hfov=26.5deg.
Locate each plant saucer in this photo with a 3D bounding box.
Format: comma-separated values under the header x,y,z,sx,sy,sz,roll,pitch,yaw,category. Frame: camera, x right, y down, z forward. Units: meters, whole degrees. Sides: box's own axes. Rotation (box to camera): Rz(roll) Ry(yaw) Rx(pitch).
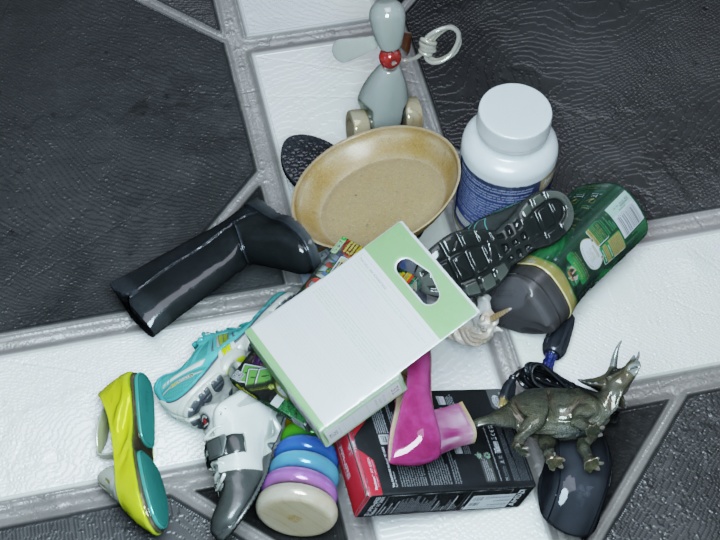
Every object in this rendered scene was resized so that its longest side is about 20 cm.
x,y,z,sx,sy,sz,roll,pitch,yaw,category
0.021,-0.085,1.733,0.200,0.035,0.200,-12,44,11,plant saucer

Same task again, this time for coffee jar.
x,y,z,sx,sy,sz,roll,pitch,yaw,category
0.232,-0.012,1.742,0.200,0.104,0.085,-43,111,-27,coffee jar

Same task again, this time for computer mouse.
x,y,z,sx,sy,sz,roll,pitch,yaw,category
0.207,0.176,1.606,0.140,0.046,0.200,26,45,-5,computer mouse

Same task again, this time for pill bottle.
x,y,z,sx,sy,sz,roll,pitch,yaw,category
0.168,-0.118,1.756,0.111,0.200,0.111,1,55,-1,pill bottle

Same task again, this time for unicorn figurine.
x,y,z,sx,sy,sz,roll,pitch,yaw,category
0.081,0.036,1.722,0.200,0.074,0.138,-18,50,17,unicorn figurine

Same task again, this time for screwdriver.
x,y,z,sx,sy,sz,roll,pitch,yaw,category
0.204,0.124,1.690,0.029,0.028,0.200,-5,46,30,screwdriver

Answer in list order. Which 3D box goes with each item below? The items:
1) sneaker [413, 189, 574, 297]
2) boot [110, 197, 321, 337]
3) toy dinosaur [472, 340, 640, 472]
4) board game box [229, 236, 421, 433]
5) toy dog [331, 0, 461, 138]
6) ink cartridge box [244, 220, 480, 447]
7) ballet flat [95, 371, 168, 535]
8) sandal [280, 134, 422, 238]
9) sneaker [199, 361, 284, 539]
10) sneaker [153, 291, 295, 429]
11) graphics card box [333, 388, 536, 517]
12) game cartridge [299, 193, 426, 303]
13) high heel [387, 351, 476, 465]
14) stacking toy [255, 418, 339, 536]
x,y,z,sx,sy,sz,roll,pitch,yaw,category
0.143,-0.023,1.683,0.200,0.079,0.076,-25,93,-18,sneaker
-0.161,0.006,1.706,0.200,0.066,0.165,-30,30,-19,boot
0.200,0.152,1.568,0.200,0.077,0.102,-15,33,10,toy dinosaur
-0.035,0.064,1.590,0.105,0.023,0.200,29,70,23,board game box
0.028,-0.246,1.868,0.132,0.200,0.096,7,33,-27,toy dog
0.003,0.062,1.541,0.200,0.048,0.146,-35,60,-9,ink cartridge box
-0.246,0.198,1.610,0.067,0.067,0.200,-20,53,9,ballet flat
-0.015,-0.090,1.832,0.200,0.045,0.075,33,65,3,sandal
-0.136,0.184,1.585,0.088,0.074,0.200,26,53,-11,sneaker
-0.145,0.085,1.682,0.080,0.078,0.200,29,56,31,sneaker
0.073,0.188,1.594,0.200,0.051,0.126,-1,53,-25,graphics card box
0.000,0.000,1.720,0.133,0.042,0.200,-30,44,8,game cartridge
0.032,0.118,1.563,0.096,0.067,0.200,-13,52,-24,high heel
-0.055,0.177,1.619,0.085,0.085,0.200,6,50,2,stacking toy
